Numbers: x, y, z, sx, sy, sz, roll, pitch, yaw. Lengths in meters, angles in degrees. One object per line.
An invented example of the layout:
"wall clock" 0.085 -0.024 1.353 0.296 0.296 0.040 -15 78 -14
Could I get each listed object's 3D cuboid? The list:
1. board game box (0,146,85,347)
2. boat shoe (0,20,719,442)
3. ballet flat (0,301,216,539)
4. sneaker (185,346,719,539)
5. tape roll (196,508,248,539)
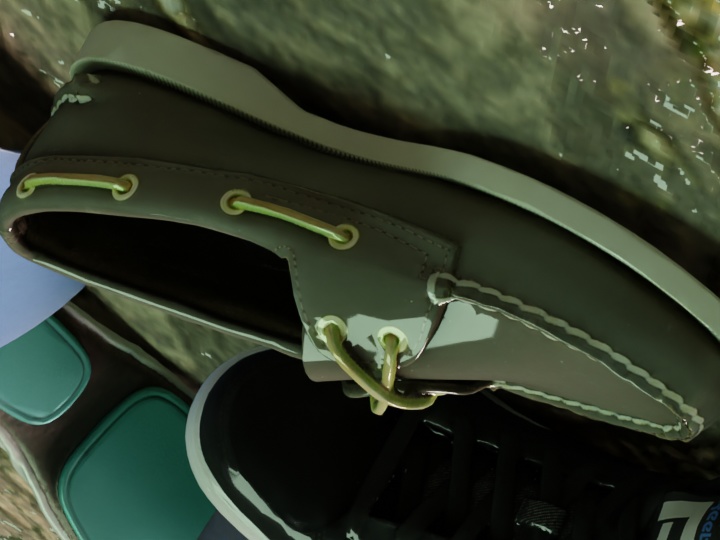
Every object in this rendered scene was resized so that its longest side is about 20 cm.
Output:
"board game box" -0.166 -0.014 0.825 0.158 0.039 0.200 -34 154 32
"boat shoe" 0.001 0.002 0.693 0.201 0.060 0.072 23 159 27
"ballet flat" -0.100 0.044 0.972 0.200 0.070 0.069 48 156 -27
"sneaker" 0.056 0.065 0.758 0.199 0.073 0.112 27 159 -8
"tape roll" 0.043 0.121 0.908 0.200 0.066 0.200 29 160 12
